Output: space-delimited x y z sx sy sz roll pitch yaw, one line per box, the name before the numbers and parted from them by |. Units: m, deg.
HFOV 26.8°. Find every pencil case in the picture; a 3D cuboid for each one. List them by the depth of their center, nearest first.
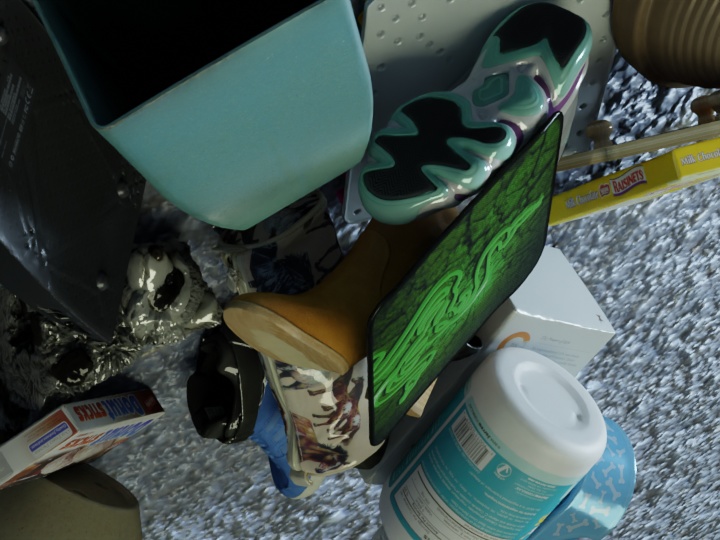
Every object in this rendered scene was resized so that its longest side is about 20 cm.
pencil case | -0.040 0.048 1.042 0.089 0.078 0.201 -26 115 -23

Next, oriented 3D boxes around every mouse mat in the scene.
mouse mat | 0.067 0.007 0.953 0.200 0.008 0.161 -46 156 -26

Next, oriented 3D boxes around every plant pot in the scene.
plant pot | -0.075 -0.118 0.844 0.141 0.142 0.200 -30 154 0
plant pot | 0.274 -0.190 1.013 0.200 0.093 0.201 -27 147 -19

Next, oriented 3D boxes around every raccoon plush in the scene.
raccoon plush | -0.185 0.042 1.023 0.133 0.097 0.200 -15 168 -38

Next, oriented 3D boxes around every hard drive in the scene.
hard drive | -0.186 -0.058 0.844 0.042 0.136 0.200 -4 149 19

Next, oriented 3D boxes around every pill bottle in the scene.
pill bottle | 0.087 0.161 1.138 0.110 0.111 0.200 8 130 -41

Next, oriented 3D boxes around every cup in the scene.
cup | -0.237 0.212 1.097 0.200 0.200 0.144 24 92 -48

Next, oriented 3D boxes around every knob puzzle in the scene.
knob puzzle | 0.240 -0.107 1.047 0.218 0.031 0.220 -13 -178 1

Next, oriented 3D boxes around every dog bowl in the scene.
dog bowl | 0.131 0.191 1.213 0.049 0.112 0.200 27 117 -36

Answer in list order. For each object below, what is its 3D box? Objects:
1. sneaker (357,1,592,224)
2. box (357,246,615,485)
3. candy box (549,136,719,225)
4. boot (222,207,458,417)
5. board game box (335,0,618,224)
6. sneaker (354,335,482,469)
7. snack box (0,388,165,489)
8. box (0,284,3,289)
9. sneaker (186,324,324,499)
sneaker | 0.079 -0.065 0.976 0.200 0.078 0.140 -40 150 -23
box | 0.083 0.075 1.210 0.124 0.098 0.200 12 127 -43
candy box | 0.220 -0.069 1.103 0.102 0.027 0.200 -13 177 -21
boot | 0.001 0.000 0.980 0.201 0.071 0.145 30 73 -46
board game box | 0.082 -0.131 1.026 0.199 0.026 0.201 -16 142 -20
sneaker | 0.040 0.057 1.114 0.060 0.104 0.201 -20 115 -63
snack box | -0.195 0.114 1.043 0.072 0.024 0.200 -35 174 6
box | -0.269 -0.044 0.871 0.136 0.040 0.200 -31 144 2
sneaker | -0.081 0.109 1.149 0.111 0.077 0.201 -18 138 -26
